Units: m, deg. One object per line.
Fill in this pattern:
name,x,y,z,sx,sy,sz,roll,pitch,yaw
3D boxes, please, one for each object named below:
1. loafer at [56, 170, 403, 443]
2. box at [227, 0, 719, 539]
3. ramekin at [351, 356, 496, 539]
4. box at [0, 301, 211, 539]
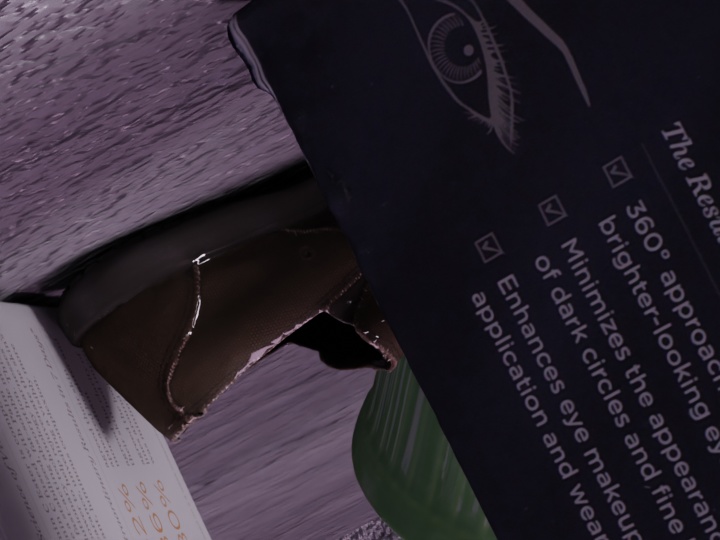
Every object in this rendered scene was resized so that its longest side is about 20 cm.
loafer,0.000,0.000,0.856,0.200,0.072,0.073,-24,172,-14
box,0.111,-0.025,0.596,0.200,0.197,0.117,-31,172,28
ramekin,0.100,0.044,1.038,0.200,0.200,0.098,-19,127,-42
box,-0.122,0.099,0.809,0.106,0.153,0.200,-27,172,10
